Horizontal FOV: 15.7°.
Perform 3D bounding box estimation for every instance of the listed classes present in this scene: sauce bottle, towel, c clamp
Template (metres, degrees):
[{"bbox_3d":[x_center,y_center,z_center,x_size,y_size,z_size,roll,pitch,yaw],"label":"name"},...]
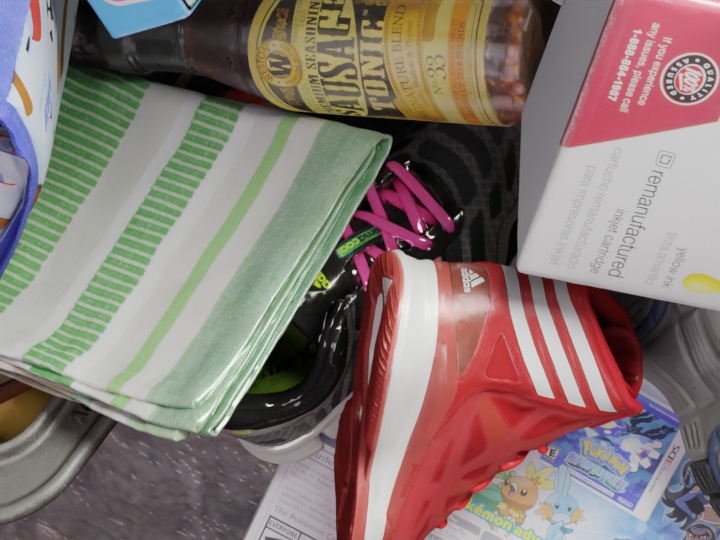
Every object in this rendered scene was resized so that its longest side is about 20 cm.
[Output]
[{"bbox_3d":[-0.012,-0.093,1.055,0.199,0.066,0.066,3,131,27],"label":"sauce bottle"},{"bbox_3d":[-0.103,-0.016,1.071,0.199,0.153,0.023,15,154,35],"label":"towel"},{"bbox_3d":[-0.159,0.024,1.105,0.171,0.200,0.027,32,163,36],"label":"c clamp"}]

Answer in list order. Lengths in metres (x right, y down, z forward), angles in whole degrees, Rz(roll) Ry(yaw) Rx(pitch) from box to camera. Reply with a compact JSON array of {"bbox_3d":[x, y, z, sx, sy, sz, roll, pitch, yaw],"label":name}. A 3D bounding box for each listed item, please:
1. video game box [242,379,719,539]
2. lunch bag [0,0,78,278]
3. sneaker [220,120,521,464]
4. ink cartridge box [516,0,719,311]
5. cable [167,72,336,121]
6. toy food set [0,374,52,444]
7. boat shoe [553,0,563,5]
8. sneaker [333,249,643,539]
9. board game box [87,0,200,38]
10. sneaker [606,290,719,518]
[{"bbox_3d":[0.066,0.098,1.131,0.199,0.047,0.183,27,100,8],"label":"video game box"},{"bbox_3d":[-0.168,-0.081,0.997,0.123,0.171,0.200,19,146,-19],"label":"lunch bag"},{"bbox_3d":[0.000,0.000,1.070,0.200,0.087,0.074,-47,66,15],"label":"sneaker"},{"bbox_3d":[0.168,-0.054,0.916,0.199,0.084,0.145,11,137,-6],"label":"ink cartridge box"},{"bbox_3d":[-0.091,-0.037,1.139,0.199,0.050,0.097,-22,113,17],"label":"cable"},{"bbox_3d":[-0.131,0.069,1.180,0.061,0.199,0.144,64,180,13],"label":"toy food set"},{"bbox_3d":[0.083,-0.124,0.970,0.202,0.065,0.075,31,140,2],"label":"boat shoe"},{"bbox_3d":[0.052,0.073,1.040,0.115,0.079,0.200,2,144,-6],"label":"sneaker"},{"bbox_3d":[-0.093,-0.208,0.937,0.040,0.153,0.200,-12,121,39],"label":"board game box"},{"bbox_3d":[0.147,0.018,1.062,0.074,0.087,0.200,-31,90,48],"label":"sneaker"}]
